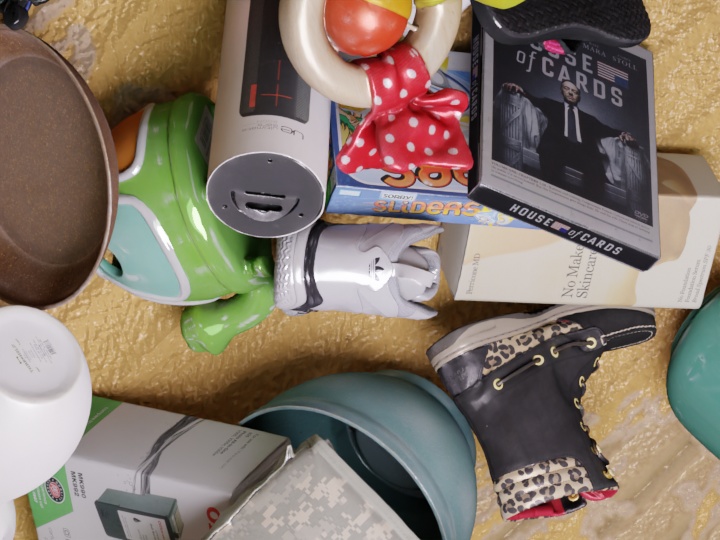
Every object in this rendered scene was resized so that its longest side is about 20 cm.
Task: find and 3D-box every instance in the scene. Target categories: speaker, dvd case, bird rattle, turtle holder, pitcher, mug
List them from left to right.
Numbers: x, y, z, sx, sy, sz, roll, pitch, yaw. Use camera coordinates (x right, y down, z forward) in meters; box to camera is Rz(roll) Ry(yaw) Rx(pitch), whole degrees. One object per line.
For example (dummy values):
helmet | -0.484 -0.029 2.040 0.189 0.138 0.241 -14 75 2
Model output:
pitcher | -0.280 0.094 1.540 0.121 0.172 0.200 -28 163 -41
turtle holder | -0.126 -0.038 1.559 0.131 0.141 0.186 -15 150 16
speaker | -0.059 -0.118 1.479 0.081 0.201 0.081 2 137 2
bird rattle | 0.016 -0.161 1.421 0.163 0.113 0.201 20 105 -31
dvd case | 0.145 -0.106 1.545 0.150 0.201 0.025 21 139 -20
mug | 0.307 0.085 1.695 0.152 0.114 0.185 -23 144 -39

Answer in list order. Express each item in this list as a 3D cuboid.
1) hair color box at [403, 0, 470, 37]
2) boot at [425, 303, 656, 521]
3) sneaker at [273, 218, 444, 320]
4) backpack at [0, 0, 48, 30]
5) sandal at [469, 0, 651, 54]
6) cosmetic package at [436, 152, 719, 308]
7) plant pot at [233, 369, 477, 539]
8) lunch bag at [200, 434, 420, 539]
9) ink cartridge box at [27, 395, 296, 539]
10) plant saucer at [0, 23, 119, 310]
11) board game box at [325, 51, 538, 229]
hair color box | 0.078 -0.263 1.527 0.200 0.061 0.099 -41 116 9
boot | 0.158 0.103 1.645 0.199 0.151 0.073 -8 158 -32
sneaker | 0.000 0.000 1.550 0.114 0.200 0.076 5 91 2
backpack | -0.263 -0.265 1.396 0.153 0.200 0.191 -5 113 5
sandal | 0.135 -0.186 1.544 0.200 0.075 0.045 -8 161 -47
cosmetic package | 0.166 -0.033 1.640 0.199 0.071 0.106 1 121 -12
plant pot | 0.008 0.156 1.642 0.200 0.134 0.201 16 125 24
lunch bag | -0.025 0.233 1.500 0.164 0.118 0.200 -43 93 -7
ink cartridge box | -0.142 0.186 1.613 0.199 0.084 0.147 8 121 31
plant saucer | -0.229 -0.074 1.503 0.037 0.200 0.201 -18 124 -46
board game box | 0.070 -0.096 1.563 0.199 0.136 0.035 4 145 -14
